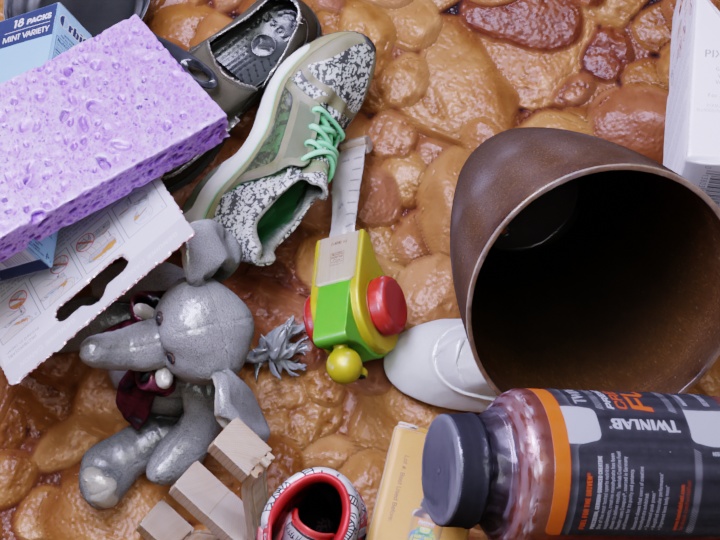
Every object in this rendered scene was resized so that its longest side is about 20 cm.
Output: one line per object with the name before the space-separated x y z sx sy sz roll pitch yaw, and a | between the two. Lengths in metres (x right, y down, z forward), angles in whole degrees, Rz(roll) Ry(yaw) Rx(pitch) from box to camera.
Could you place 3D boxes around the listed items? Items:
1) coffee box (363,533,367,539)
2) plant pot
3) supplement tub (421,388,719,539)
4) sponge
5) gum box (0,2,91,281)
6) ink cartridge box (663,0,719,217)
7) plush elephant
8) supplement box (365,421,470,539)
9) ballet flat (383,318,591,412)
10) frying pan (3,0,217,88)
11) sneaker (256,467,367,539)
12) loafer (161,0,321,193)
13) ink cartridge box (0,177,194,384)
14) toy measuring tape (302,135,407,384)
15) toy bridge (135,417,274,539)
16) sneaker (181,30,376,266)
coffee box | 0.026 0.246 1.641 0.200 0.080 0.115 16 74 4
plant pot | 0.136 -0.019 1.650 0.186 0.200 0.187 -5 114 -12
supplement tub | 0.143 0.128 1.541 0.200 0.107 0.107 3 74 -19
sponge | -0.198 -0.084 1.595 0.200 0.030 0.112 -30 60 -18
gum box | -0.278 -0.075 1.677 0.170 0.045 0.200 -14 51 27
ink cartridge box | 0.241 -0.127 1.695 0.050 0.161 0.200 7 66 3
plush elephant | -0.129 0.055 1.653 0.200 0.155 0.165 -14 75 -4
supplement box | 0.028 0.205 1.578 0.066 0.069 0.200 15 72 2
ballet flat | 0.116 0.069 1.700 0.200 0.069 0.070 12 75 3
frying pan | -0.169 -0.190 1.764 0.190 0.031 0.115 11 69 19
sneaker | -0.062 0.215 1.552 0.067 0.108 0.202 30 75 11
loafer | -0.111 -0.133 1.751 0.075 0.070 0.200 41 78 10
ink cartridge box | -0.196 -0.022 1.655 0.161 0.050 0.200 -40 46 5
toy measuring tape | 0.000 0.000 1.728 0.073 0.074 0.200 5 54 1
toy bridge | -0.093 0.157 1.607 0.067 0.200 0.027 43 60 0
sneaker | -0.038 -0.077 1.718 0.089 0.077 0.200 26 79 47
